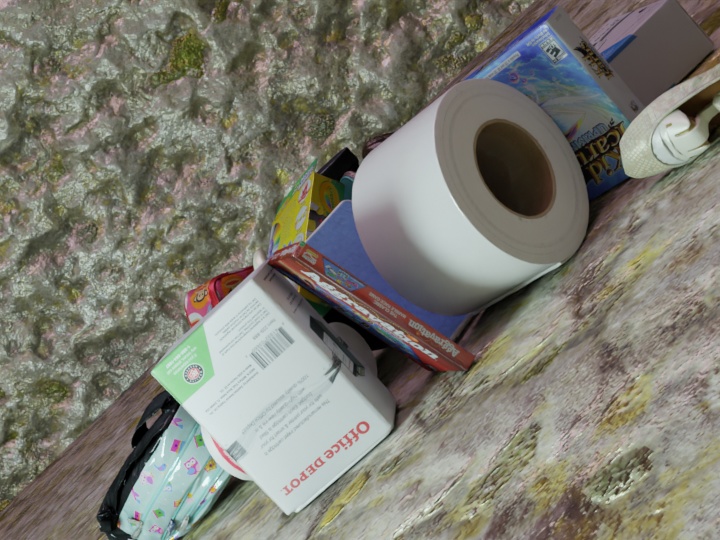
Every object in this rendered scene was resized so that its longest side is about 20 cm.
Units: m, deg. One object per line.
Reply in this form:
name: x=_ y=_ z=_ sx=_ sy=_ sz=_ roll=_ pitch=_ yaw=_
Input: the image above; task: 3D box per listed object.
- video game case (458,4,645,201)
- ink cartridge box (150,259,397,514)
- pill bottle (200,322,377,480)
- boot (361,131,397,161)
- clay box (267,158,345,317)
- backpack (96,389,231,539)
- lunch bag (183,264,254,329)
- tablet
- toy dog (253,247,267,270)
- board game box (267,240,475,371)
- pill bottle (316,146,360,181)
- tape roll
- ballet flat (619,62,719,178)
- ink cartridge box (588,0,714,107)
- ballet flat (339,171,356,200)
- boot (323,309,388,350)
video game case: x=0.192 y=-0.149 z=1.280 sx=0.200 sy=0.181 sz=0.045 roll=-34 pitch=13 yaw=46
ink cartridge box: x=-0.081 y=0.116 z=1.200 sx=0.146 sy=0.200 sz=0.084 roll=-41 pitch=6 yaw=13
pill bottle: x=-0.077 y=0.141 z=1.343 sx=0.200 sy=0.111 sz=0.111 roll=-38 pitch=10 yaw=32
boot: x=0.085 y=-0.115 z=1.445 sx=0.097 sy=0.199 sz=0.075 roll=-50 pitch=-32 yaw=-59
clay box: x=-0.066 y=-0.020 z=1.391 sx=0.115 sy=0.047 sz=0.201 roll=-46 pitch=30 yaw=47
backpack: x=-0.217 y=0.232 z=1.458 sx=0.200 sy=0.126 sz=0.167 roll=-55 pitch=13 yaw=33
lunch bag: x=-0.136 y=0.083 z=1.678 sx=0.082 sy=0.177 sz=0.200 roll=-28 pitch=-6 yaw=36
tablet: x=0.034 y=0.001 z=1.302 sx=0.130 sy=0.199 sz=0.014 roll=-49 pitch=-22 yaw=-38
toy dog: x=-0.067 y=0.025 z=1.617 sx=0.140 sy=0.193 sz=0.200 roll=-49 pitch=14 yaw=26
board game box: x=0.008 y=0.038 z=1.165 sx=0.020 sy=0.200 sz=0.103 roll=-59 pitch=12 yaw=-14
pill bottle: x=0.019 y=-0.055 z=1.542 sx=0.112 sy=0.200 sz=0.112 roll=-43 pitch=8 yaw=7
tape roll: x=0.110 y=-0.072 z=1.218 sx=0.139 sy=0.203 sz=0.203 roll=-35 pitch=12 yaw=46
ballet flat: x=0.316 y=-0.146 z=1.104 sx=0.200 sy=0.067 sz=0.062 roll=-40 pitch=19 yaw=24
ink cartridge box: x=0.317 y=-0.245 z=1.488 sx=0.145 sy=0.084 sz=0.200 roll=-44 pitch=9 yaw=-4
ballet flat: x=0.051 y=-0.045 z=1.447 sx=0.067 sy=0.200 sz=0.068 roll=-22 pitch=-24 yaw=-35
boot: x=-0.068 y=0.119 z=1.479 sx=0.199 sy=0.069 sz=0.174 roll=-7 pitch=-35 yaw=-21
